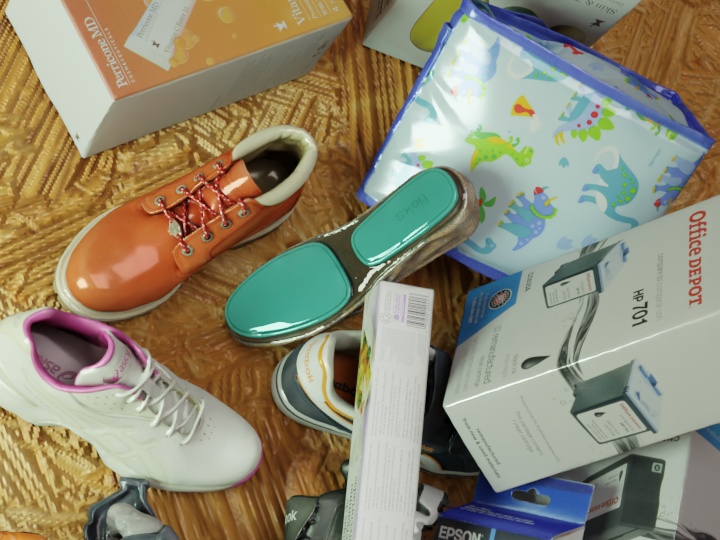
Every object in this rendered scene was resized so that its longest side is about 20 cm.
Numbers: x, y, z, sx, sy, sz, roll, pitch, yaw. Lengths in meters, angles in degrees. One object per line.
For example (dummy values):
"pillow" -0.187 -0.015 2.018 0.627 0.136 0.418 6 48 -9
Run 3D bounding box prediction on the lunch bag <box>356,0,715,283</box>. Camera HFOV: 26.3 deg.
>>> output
"lunch bag" 0.120 -0.084 1.116 0.200 0.170 0.127 22 21 -18

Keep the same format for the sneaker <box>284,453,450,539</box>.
"sneaker" -0.026 0.197 1.017 0.090 0.066 0.200 41 56 -2

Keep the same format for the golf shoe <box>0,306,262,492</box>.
"golf shoe" -0.148 0.084 0.990 0.200 0.092 0.075 25 61 -15

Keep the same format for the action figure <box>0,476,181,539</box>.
"action figure" -0.163 0.221 0.926 0.193 0.105 0.200 -8 73 -17

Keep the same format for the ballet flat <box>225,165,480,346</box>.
"ballet flat" 0.000 0.000 1.074 0.067 0.200 0.068 30 34 -63

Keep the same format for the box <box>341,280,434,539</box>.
"box" 0.017 0.107 0.997 0.041 0.039 0.200 9 72 -13

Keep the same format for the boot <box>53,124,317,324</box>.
"boot" -0.116 -0.037 1.042 0.200 0.107 0.075 -34 88 -29

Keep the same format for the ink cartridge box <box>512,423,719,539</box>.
"ink cartridge box" 0.175 0.179 1.054 0.084 0.145 0.200 39 55 -39

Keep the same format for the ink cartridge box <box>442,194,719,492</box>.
"ink cartridge box" 0.168 0.048 1.027 0.086 0.200 0.146 56 26 -22

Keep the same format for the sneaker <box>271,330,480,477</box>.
"sneaker" 0.042 0.094 1.078 0.200 0.079 0.079 14 65 -20

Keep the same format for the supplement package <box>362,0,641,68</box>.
"supplement package" 0.117 -0.252 1.172 0.152 0.200 0.151 18 64 -16

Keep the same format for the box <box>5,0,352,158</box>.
"box" -0.129 -0.182 1.096 0.200 0.097 0.124 -25 82 -29

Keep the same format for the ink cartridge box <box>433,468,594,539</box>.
"ink cartridge box" 0.085 0.227 1.004 0.039 0.099 0.200 24 75 -45
